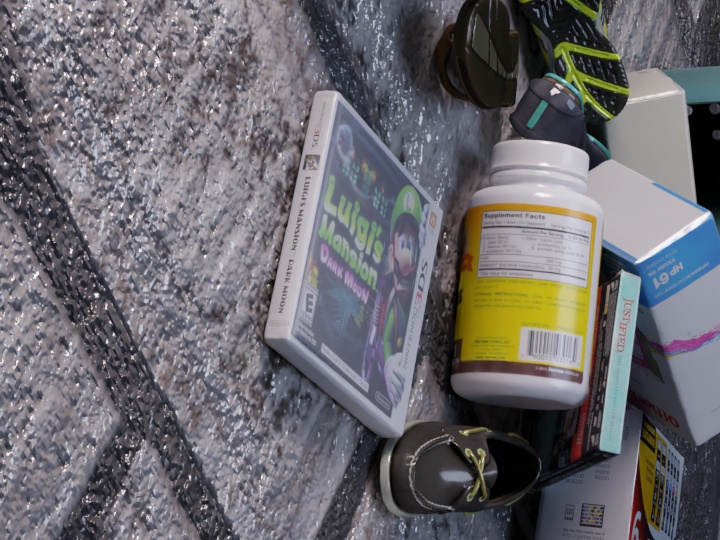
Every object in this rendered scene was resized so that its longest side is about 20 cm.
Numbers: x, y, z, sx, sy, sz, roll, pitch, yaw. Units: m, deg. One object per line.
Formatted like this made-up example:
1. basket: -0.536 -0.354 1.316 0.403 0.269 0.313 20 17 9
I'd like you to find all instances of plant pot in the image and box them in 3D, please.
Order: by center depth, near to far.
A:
1. plant pot: 0.332 -0.127 2.005 0.200 0.141 0.142 -53 137 -61

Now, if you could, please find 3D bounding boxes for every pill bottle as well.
1. pill bottle: 0.132 0.004 1.620 0.109 0.109 0.200 26 68 -62

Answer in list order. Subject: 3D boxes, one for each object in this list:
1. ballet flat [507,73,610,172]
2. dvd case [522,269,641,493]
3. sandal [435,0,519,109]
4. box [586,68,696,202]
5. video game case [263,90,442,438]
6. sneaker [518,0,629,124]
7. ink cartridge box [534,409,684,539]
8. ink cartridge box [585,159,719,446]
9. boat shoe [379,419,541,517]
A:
1. ballet flat: 0.161 -0.104 1.734 0.200 0.073 0.073 46 50 -70
2. dvd case: 0.174 0.095 1.677 0.200 0.022 0.146 137 -35 -68
3. sandal: 0.087 -0.166 1.596 0.200 0.054 0.082 -11 107 -78
4. box: 0.255 -0.073 1.874 0.095 0.078 0.200 -114 -167 -70
5. video game case: 0.000 0.000 1.444 0.200 0.023 0.182 44 52 -56
6. sneaker: 0.169 -0.222 1.757 0.076 0.075 0.200 -117 -169 -69
7. ink cartridge box: 0.224 0.182 1.822 0.200 0.084 0.176 41 55 -66
8. ink cartridge box: 0.243 0.028 1.723 0.085 0.145 0.200 -34 123 -15
9. boat shoe: 0.077 0.148 1.565 0.201 0.060 0.072 1 89 -64
